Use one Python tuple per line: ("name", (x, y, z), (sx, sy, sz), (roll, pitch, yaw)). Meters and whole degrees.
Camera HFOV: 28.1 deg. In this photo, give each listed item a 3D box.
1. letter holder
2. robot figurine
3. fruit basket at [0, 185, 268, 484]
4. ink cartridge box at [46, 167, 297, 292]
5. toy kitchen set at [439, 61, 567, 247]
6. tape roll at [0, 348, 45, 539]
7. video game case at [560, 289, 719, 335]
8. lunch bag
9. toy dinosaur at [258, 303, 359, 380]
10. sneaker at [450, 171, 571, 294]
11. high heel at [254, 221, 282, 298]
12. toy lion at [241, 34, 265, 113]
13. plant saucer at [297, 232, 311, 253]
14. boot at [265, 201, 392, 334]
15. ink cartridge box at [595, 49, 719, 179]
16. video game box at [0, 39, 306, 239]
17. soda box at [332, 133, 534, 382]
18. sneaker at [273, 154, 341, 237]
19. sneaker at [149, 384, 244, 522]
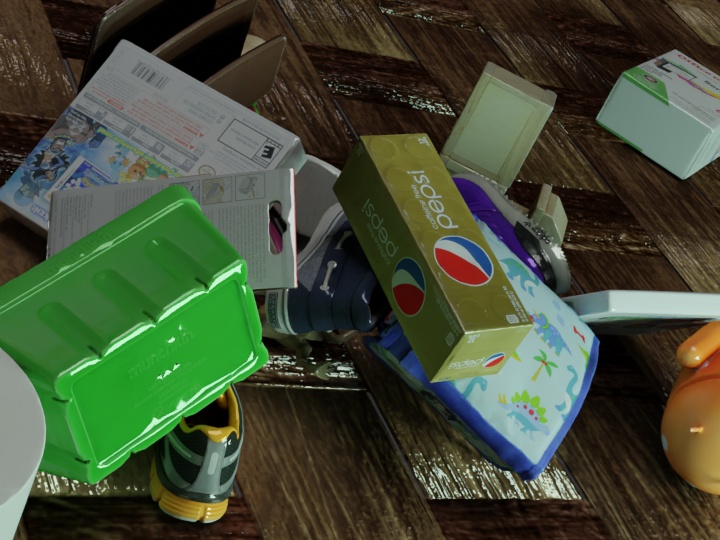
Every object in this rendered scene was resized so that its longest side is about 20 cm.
("letter holder", (-0.165, -0.210, 1.390), (0.101, 0.142, 0.200), (38, 47, 12))
("robot figurine", (0.341, 0.129, 1.331), (0.116, 0.144, 0.200), (16, 29, 16))
("fruit basket", (-0.190, 0.042, 1.013), (0.215, 0.156, 0.216), (-7, 35, 5))
("ink cartridge box", (-0.144, -0.015, 1.134), (0.199, 0.050, 0.109), (-6, 66, 7))
("toy kitchen set", (0.178, -0.129, 1.539), (0.163, 0.181, 0.200), (27, 29, 0))
("tape roll", (-0.301, 0.128, 0.850), (0.202, 0.139, 0.203), (18, 32, -11))
("video game case", (0.249, 0.042, 1.369), (0.200, 0.182, 0.024), (2, 81, -33))
("lunch bag", (0.100, 0.072, 1.205), (0.170, 0.127, 0.200), (43, 23, -5))
("toy dinosaur", (-0.060, 0.049, 1.243), (0.200, 0.058, 0.101), (-9, 28, -37))
("sneaker", (0.104, -0.026, 1.365), (0.099, 0.070, 0.200), (-25, 37, -18))
("high heel", (-0.084, -0.024, 1.276), (0.096, 0.068, 0.200), (20, 19, -38))
("toy lion", (-0.192, -0.201, 1.507), (0.200, 0.069, 0.192), (28, 39, 5))
("plant saucer", (0.034, -0.021, 1.409), (0.201, 0.039, 0.201), (18, 33, -12))
("boot", (0.000, 0.000, 1.204), (0.090, 0.073, 0.200), (4, 28, 20))
("ink cartridge box", (0.429, -0.214, 1.937), (0.145, 0.084, 0.200), (36, 32, 17))
("video game box", (-0.176, -0.077, 1.217), (0.200, 0.047, 0.182), (31, 72, 20))
("soda box", (0.052, -0.014, 1.118), (0.068, 0.064, 0.200), (-5, 52, -32))
("sneaker", (-0.065, -0.090, 1.394), (0.200, 0.075, 0.088), (24, 21, 21))
("sneaker", (-0.124, 0.096, 1.086), (0.078, 0.077, 0.200), (7, 34, -24))
